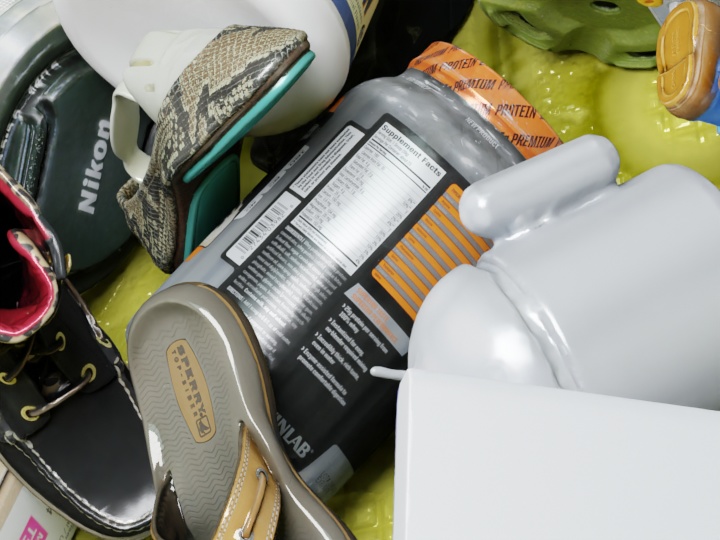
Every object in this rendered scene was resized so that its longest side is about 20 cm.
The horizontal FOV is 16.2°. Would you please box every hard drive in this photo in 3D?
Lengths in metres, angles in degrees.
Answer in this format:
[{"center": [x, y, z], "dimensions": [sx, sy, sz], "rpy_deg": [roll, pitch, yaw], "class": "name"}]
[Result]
[{"center": [0.111, 0.113, 0.972], "dimensions": [0.198, 0.025, 0.133], "rpy_deg": [8, 60, -10], "class": "hard drive"}]

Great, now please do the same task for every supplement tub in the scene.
[{"center": [0.000, 0.000, 1.144], "dimensions": [0.200, 0.123, 0.122], "rpy_deg": [-46, 53, -9], "class": "supplement tub"}, {"center": [-0.045, -0.180, 1.178], "dimensions": [0.144, 0.145, 0.201], "rpy_deg": [6, 56, 27], "class": "supplement tub"}]

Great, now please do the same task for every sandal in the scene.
[{"center": [-0.053, 0.095, 1.027], "dimensions": [0.081, 0.054, 0.201], "rpy_deg": [-29, 72, 28], "class": "sandal"}]

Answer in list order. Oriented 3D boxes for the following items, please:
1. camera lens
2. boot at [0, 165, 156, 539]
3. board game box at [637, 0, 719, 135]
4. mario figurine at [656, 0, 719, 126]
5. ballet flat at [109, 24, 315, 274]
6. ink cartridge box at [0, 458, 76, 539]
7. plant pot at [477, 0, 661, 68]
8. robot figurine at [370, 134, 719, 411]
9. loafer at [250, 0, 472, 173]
[{"center": [-0.204, -0.079, 1.260], "dimensions": [0.199, 0.160, 0.161], "rpy_deg": [21, 70, 32], "class": "camera lens"}, {"center": [-0.144, 0.027, 1.078], "dimensions": [0.073, 0.151, 0.201], "rpy_deg": [-32, 86, -10], "class": "boot"}, {"center": [0.223, -0.110, 1.071], "dimensions": [0.198, 0.200, 0.026], "rpy_deg": [-6, 71, 21], "class": "board game box"}, {"center": [0.221, -0.073, 1.055], "dimensions": [0.106, 0.199, 0.124], "rpy_deg": [-55, 34, 20], "class": "mario figurine"}, {"center": [-0.079, -0.064, 1.129], "dimensions": [0.075, 0.200, 0.068], "rpy_deg": [41, 62, 6], "class": "ballet flat"}, {"center": [-0.223, 0.114, 1.201], "dimensions": [0.164, 0.075, 0.201], "rpy_deg": [12, 65, 28], "class": "ink cartridge box"}, {"center": [0.128, -0.205, 1.194], "dimensions": [0.199, 0.200, 0.191], "rpy_deg": [4, 73, 26], "class": "plant pot"}, {"center": [0.104, 0.030, 1.070], "dimensions": [0.199, 0.113, 0.171], "rpy_deg": [-25, 93, -12], "class": "robot figurine"}, {"center": [0.004, -0.129, 1.259], "dimensions": [0.072, 0.073, 0.201], "rpy_deg": [8, 62, 33], "class": "loafer"}]
